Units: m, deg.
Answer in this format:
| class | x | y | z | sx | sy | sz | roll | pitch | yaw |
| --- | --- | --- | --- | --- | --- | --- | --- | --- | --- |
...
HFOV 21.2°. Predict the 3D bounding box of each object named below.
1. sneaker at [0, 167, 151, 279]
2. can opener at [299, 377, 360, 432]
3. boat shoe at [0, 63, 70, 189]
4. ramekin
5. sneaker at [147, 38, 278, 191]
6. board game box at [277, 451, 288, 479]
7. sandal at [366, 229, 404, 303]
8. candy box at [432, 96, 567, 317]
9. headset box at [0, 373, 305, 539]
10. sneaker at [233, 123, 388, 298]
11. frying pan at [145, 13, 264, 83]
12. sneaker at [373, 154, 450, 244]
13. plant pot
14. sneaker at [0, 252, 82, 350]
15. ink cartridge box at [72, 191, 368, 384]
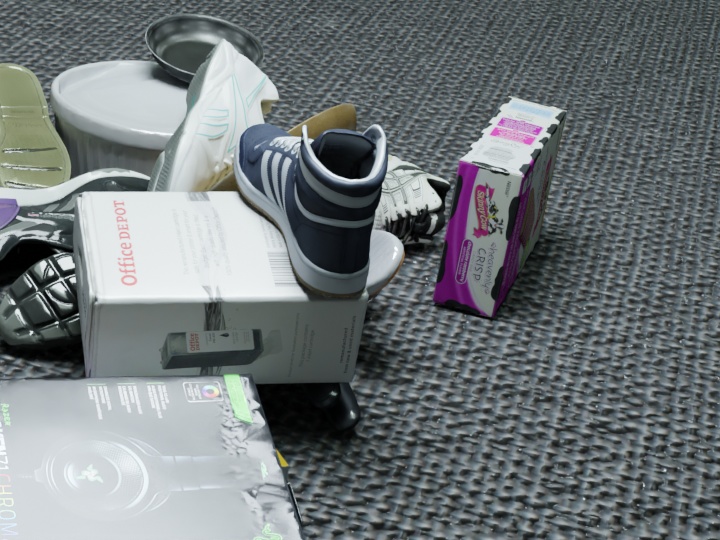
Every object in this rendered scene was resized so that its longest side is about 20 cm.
| class | x | y | z | sx | sy | sz | roll | pitch | yaw |
| --- | --- | --- | --- | --- | --- | --- | --- | --- | --- |
| sneaker | -0.246 | -0.026 | 1.612 | 0.199 | 0.076 | 0.088 | -11 | 45 | -31 |
| can opener | -0.043 | 0.064 | 1.488 | 0.063 | 0.079 | 0.200 | 40 | 6 | -37 |
| boat shoe | -0.307 | -0.096 | 1.730 | 0.074 | 0.069 | 0.201 | 5 | 44 | -21 |
| ramekin | -0.192 | -0.120 | 1.791 | 0.201 | 0.095 | 0.203 | 7 | 24 | -3 |
| sneaker | -0.124 | -0.110 | 1.655 | 0.080 | 0.070 | 0.201 | 32 | 54 | -15 |
| board game box | -0.166 | 0.125 | 1.320 | 0.199 | 0.034 | 0.134 | -4 | 26 | -25 |
| sandal | -0.005 | 0.007 | 1.582 | 0.059 | 0.079 | 0.206 | 41 | -9 | -21 |
| candy box | 0.126 | -0.060 | 1.711 | 0.061 | 0.137 | 0.200 | 15 | 25 | 11 |
| headset box | -0.135 | 0.153 | 1.155 | 0.199 | 0.093 | 0.175 | 1 | 38 | -18 |
| sneaker | -0.036 | -0.080 | 1.393 | 0.070 | 0.109 | 0.200 | -5 | 37 | -22 |
| frying pan | -0.125 | -0.187 | 1.807 | 0.115 | 0.031 | 0.190 | -18 | 48 | -37 |
| sneaker | 0.032 | -0.053 | 1.741 | 0.087 | 0.076 | 0.200 | 17 | 27 | 8 |
| plant pot | -0.078 | -0.072 | 1.647 | 0.028 | 0.200 | 0.200 | 52 | 35 | 6 |
| sneaker | -0.197 | 0.017 | 1.522 | 0.199 | 0.079 | 0.076 | -27 | 73 | -26 |
| ink cartridge box | -0.108 | 0.012 | 1.416 | 0.199 | 0.085 | 0.146 | 1 | 34 | -14 |
